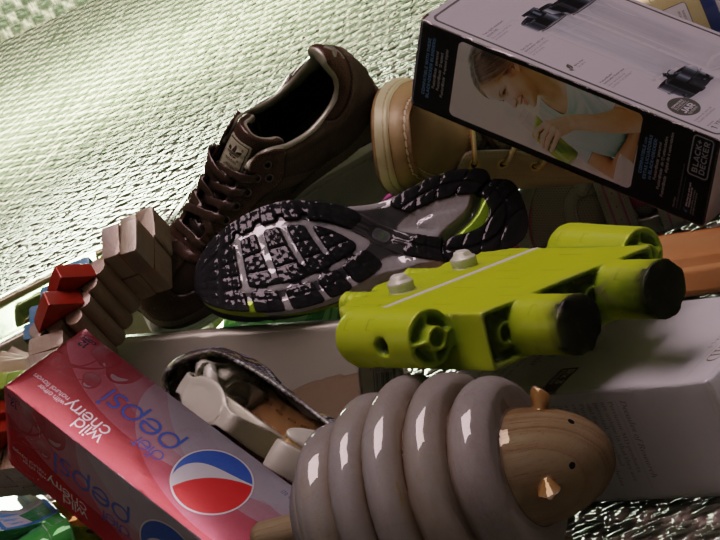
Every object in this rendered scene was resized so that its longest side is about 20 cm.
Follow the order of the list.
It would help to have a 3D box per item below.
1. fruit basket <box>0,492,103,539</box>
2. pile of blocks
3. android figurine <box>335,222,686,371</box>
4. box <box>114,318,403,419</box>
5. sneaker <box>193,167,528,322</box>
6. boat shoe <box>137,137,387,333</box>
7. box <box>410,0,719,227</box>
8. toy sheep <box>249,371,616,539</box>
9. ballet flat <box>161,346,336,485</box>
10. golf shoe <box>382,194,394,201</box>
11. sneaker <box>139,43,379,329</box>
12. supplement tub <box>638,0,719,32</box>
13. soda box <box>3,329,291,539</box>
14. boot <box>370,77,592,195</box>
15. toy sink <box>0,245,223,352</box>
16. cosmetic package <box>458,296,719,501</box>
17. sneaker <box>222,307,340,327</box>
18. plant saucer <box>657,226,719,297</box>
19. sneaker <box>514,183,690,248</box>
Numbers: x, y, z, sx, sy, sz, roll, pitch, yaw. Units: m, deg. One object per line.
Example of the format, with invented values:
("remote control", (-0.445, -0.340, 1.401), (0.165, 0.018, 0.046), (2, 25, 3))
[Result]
("fruit basket", (-0.137, 0.152, 1.595), (0.199, 0.094, 0.185), (-25, 15, -13))
("pile of blocks", (-0.184, 0.038, 1.599), (0.082, 0.062, 0.200), (18, 69, 35))
("android figurine", (0.070, 0.016, 1.436), (0.182, 0.041, 0.200), (-20, 13, -34))
("box", (-0.080, 0.073, 1.650), (0.199, 0.078, 0.095), (-5, -1, 18))
("sneaker", (0.000, 0.000, 1.635), (0.199, 0.074, 0.081), (-9, -28, -7))
("boat shoe", (-0.061, -0.036, 1.725), (0.200, 0.074, 0.060), (-37, 60, 3))
("box", (0.143, -0.108, 1.607), (0.199, 0.060, 0.117), (24, 37, 23))
("toy sheep", (0.034, 0.115, 1.369), (0.199, 0.138, 0.138), (-22, 17, 23))
("ballet flat", (-0.044, 0.102, 1.520), (0.072, 0.072, 0.200), (-34, 47, -27))
("golf shoe", (0.029, -0.035, 1.821), (0.199, 0.092, 0.075), (-1, 29, -44))
("sneaker", (-0.074, -0.057, 1.652), (0.070, 0.076, 0.200), (38, 84, 32))
("supplement tub", (0.183, -0.145, 1.934), (0.199, 0.145, 0.144), (-22, 17, 11))
("soda box", (-0.104, 0.120, 1.493), (0.200, 0.070, 0.063), (34, 52, 26))
("boot", (0.103, -0.082, 1.685), (0.155, 0.073, 0.200), (-1, 0, 24))
("toy sink", (-0.170, 0.044, 1.936), (0.199, 0.112, 0.130), (-26, 17, 0))
("cosmetic package", (0.144, 0.069, 1.465), (0.199, 0.074, 0.102), (-11, 21, 45))
("sneaker", (-0.076, 0.064, 1.785), (0.074, 0.084, 0.200), (-10, 23, 42))
("plant saucer", (0.157, 0.000, 1.588), (0.199, 0.038, 0.200), (-8, -1, 0))
("sneaker", (0.180, -0.060, 1.791), (0.200, 0.082, 0.088), (-33, 16, -20))
